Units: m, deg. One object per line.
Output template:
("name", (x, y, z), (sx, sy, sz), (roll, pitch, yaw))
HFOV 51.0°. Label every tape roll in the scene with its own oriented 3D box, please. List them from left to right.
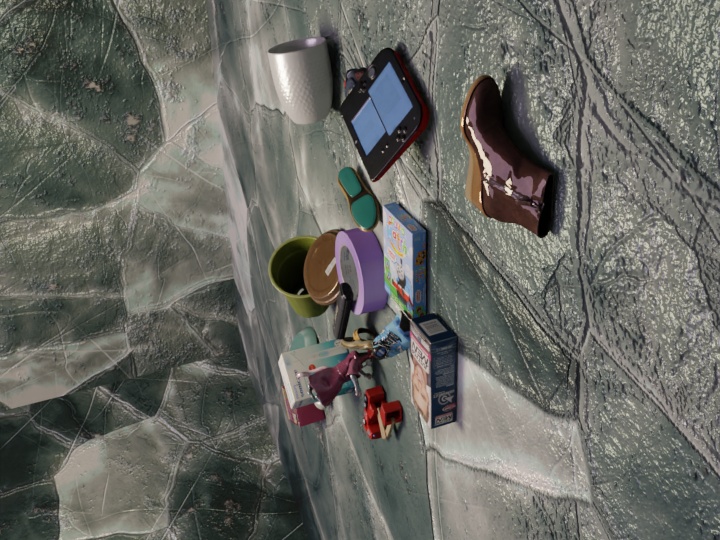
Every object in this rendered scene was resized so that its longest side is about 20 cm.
("tape roll", (0.000, 0.000, 1.816), (0.200, 0.064, 0.205), (168, 90, -72))

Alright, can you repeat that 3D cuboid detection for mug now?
("mug", (-0.132, -0.465, 1.838), (0.201, 0.144, 0.179), (-73, -25, -60))

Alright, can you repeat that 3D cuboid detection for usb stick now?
("usb stick", (-0.045, 0.103, 1.867), (0.202, 0.032, 0.056), (102, 152, -54))

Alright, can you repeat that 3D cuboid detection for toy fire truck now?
("toy fire truck", (0.054, 0.375, 1.916), (0.142, 0.048, 0.203), (-120, 25, -46))

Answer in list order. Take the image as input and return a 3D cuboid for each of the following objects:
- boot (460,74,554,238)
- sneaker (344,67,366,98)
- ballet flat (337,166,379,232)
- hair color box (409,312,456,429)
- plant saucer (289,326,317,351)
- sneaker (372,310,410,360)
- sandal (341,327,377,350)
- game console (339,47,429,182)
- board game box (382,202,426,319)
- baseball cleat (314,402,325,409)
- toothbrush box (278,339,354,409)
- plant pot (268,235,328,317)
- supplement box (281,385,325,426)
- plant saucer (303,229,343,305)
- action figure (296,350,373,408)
("boot", (0.215, -0.162, 1.067), (0.166, 0.071, 0.205), (33, 133, 50))
("sneaker", (0.008, -0.363, 1.534), (0.200, 0.073, 0.086), (-132, 30, -58))
("ballet flat", (0.004, -0.157, 1.736), (0.063, 0.068, 0.203), (54, -168, -54))
("hair color box", (0.144, 0.200, 1.501), (0.100, 0.059, 0.204), (-131, 33, -58))
("plant saucer", (-0.204, 0.290, 2.566), (0.200, 0.035, 0.205), (-39, 46, 54))
("sneaker", (0.072, 0.154, 1.616), (0.079, 0.089, 0.201), (48, 161, 10))
("sandal", (0.010, 0.171, 1.888), (0.199, 0.078, 0.056), (169, 104, -71))
("game console", (0.040, -0.296, 1.419), (0.177, 0.031, 0.203), (-43, 54, 33))
("board game box", (0.091, -0.018, 1.564), (0.152, 0.036, 0.204), (-130, 33, -56))
("baseball cleat", (-0.149, 0.370, 2.548), (0.201, 0.068, 0.108), (54, 141, 39))
("toothbrush box", (-0.124, 0.296, 2.177), (0.086, 0.195, 0.149), (116, 139, -63))
("plant pot", (-0.151, 0.037, 2.167), (0.191, 0.196, 0.203), (81, 168, -58))
("supplement box", (-0.208, 0.474, 2.718), (0.200, 0.101, 0.134), (171, 87, -73))
("plant saucer", (-0.089, -0.011, 1.985), (0.198, 0.029, 0.205), (-18, 66, 45))
("action figure", (-0.046, 0.259, 1.946), (0.150, 0.199, 0.134), (49, 180, 1))
